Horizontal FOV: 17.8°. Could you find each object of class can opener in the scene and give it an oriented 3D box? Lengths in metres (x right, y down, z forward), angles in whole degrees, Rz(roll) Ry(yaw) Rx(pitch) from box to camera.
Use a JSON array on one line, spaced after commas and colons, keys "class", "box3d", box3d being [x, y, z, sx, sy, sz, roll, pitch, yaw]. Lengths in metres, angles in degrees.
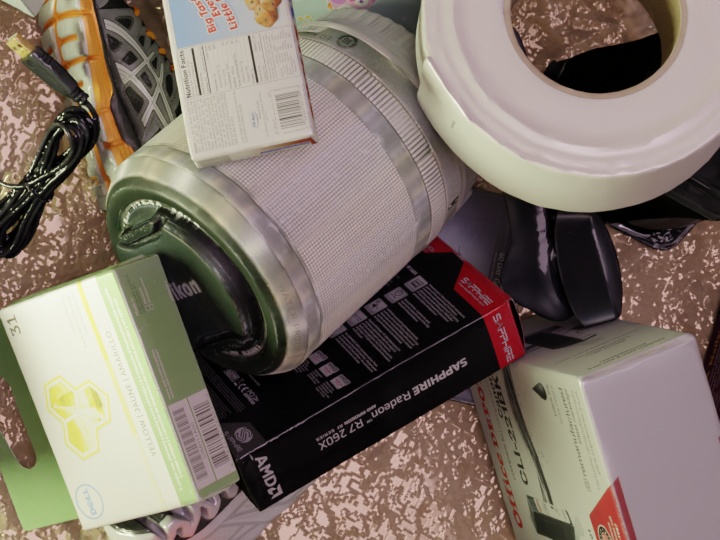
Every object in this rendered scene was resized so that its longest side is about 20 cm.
[{"class": "can opener", "box3d": [0.109, -0.059, 1.439, 0.079, 0.063, 0.200, -14, 102, 19]}]

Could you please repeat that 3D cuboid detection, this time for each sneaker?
[{"class": "sneaker", "box3d": [-0.074, 0.136, 1.477, 0.200, 0.075, 0.081, -30, 129, -23]}, {"class": "sneaker", "box3d": [-0.147, -0.119, 1.463, 0.077, 0.078, 0.200, -20, 99, -23]}]

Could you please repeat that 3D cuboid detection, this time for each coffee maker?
[{"class": "coffee maker", "box3d": [0.182, -0.088, 1.475, 0.192, 0.200, 0.135, 3, 87, -14]}]

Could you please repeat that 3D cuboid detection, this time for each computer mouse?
[{"class": "computer mouse", "box3d": [-0.261, -0.102, 1.410, 0.200, 0.046, 0.140, 40, 114, -10]}]

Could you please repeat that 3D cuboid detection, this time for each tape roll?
[{"class": "tape roll", "box3d": [0.132, -0.138, 1.340, 0.202, 0.071, 0.203, 1, 75, -2]}]

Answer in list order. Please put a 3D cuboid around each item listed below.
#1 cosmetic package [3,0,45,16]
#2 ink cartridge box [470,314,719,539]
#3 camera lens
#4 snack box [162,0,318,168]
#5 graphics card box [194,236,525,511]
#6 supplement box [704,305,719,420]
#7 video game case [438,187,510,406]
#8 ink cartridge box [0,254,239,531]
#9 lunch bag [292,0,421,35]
[{"class": "cosmetic package", "box3d": [-0.218, -0.278, 1.427, 0.151, 0.052, 0.200, 27, 81, 14]}, {"class": "ink cartridge box", "box3d": [0.151, 0.110, 1.453, 0.084, 0.200, 0.144, -20, 100, -16]}, {"class": "camera lens", "box3d": [-0.042, -0.047, 1.398, 0.200, 0.160, 0.160, -43, 99, -29]}, {"class": "snack box", "box3d": [-0.077, -0.162, 1.312, 0.072, 0.024, 0.200, -12, 77, 5]}, {"class": "graphics card box", "box3d": [-0.012, 0.056, 1.440, 0.200, 0.125, 0.051, -29, 127, -14]}, {"class": "supplement box", "box3d": [0.303, 0.077, 1.499, 0.103, 0.200, 0.131, 18, 84, -13]}, {"class": "video game case", "box3d": [0.000, 0.000, 1.520, 0.200, 0.019, 0.143, 13, 85, -13]}, {"class": "ink cartridge box", "box3d": [-0.177, 0.084, 1.386, 0.048, 0.200, 0.146, -25, 95, -52]}, {"class": "lunch bag", "box3d": [-0.024, -0.204, 1.453, 0.200, 0.160, 0.077, 14, 55, -12]}]
